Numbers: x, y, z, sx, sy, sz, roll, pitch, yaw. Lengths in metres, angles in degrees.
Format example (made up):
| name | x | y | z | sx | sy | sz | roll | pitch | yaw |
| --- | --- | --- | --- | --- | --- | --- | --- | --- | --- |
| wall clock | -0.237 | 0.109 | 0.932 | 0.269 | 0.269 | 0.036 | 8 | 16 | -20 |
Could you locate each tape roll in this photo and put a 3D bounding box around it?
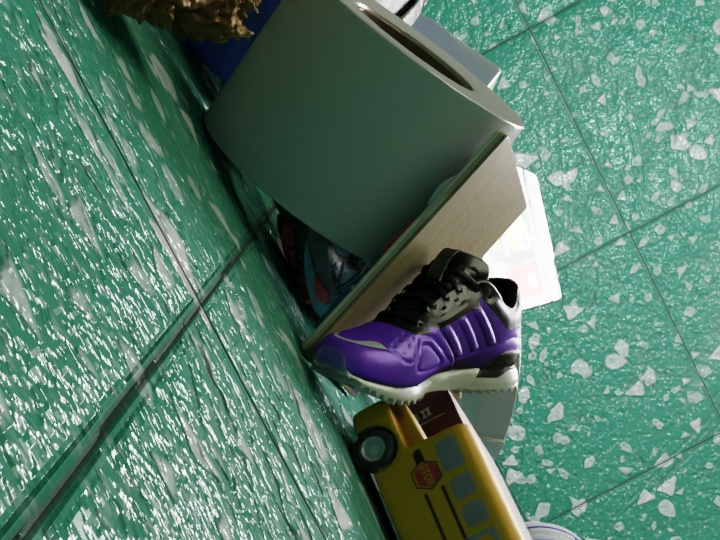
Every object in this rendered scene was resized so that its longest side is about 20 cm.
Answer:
| name | x | y | z | sx | sy | sz | roll | pitch | yaw |
| --- | --- | --- | --- | --- | --- | --- | --- | --- | --- |
| tape roll | 0.097 | 0.098 | 1.350 | 0.203 | 0.037 | 0.205 | -171 | -90 | -74 |
| tape roll | 0.002 | -0.112 | 1.068 | 0.202 | 0.140 | 0.203 | 34 | 13 | -9 |

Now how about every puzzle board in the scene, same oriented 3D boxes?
| name | x | y | z | sx | sy | sz | roll | pitch | yaw |
| --- | --- | --- | --- | --- | --- | --- | --- | --- | --- |
| puzzle board | 0.042 | -0.002 | 1.035 | 0.017 | 0.200 | 0.151 | 41 | -5 | 20 |

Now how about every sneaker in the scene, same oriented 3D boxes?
| name | x | y | z | sx | sy | sz | roll | pitch | yaw |
| --- | --- | --- | --- | --- | --- | --- | --- | --- | --- |
| sneaker | 0.000 | 0.000 | 1.138 | 0.080 | 0.095 | 0.200 | 65 | 4 | 36 |
| sneaker | 0.045 | 0.033 | 0.993 | 0.069 | 0.101 | 0.199 | 20 | 12 | 39 |

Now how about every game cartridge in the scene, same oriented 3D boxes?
| name | x | y | z | sx | sy | sz | roll | pitch | yaw |
| --- | --- | --- | --- | --- | --- | --- | --- | --- | --- |
| game cartridge | 0.111 | -0.026 | 1.229 | 0.199 | 0.041 | 0.135 | -11 | 85 | -59 |

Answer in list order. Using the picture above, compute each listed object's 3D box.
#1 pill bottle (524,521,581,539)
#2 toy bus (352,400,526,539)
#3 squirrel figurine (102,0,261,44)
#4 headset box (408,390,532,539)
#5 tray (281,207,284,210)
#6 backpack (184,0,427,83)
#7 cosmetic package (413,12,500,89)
| name | x | y | z | sx | sy | sz | roll | pitch | yaw |
| --- | --- | --- | --- | --- | --- | --- | --- | --- | --- |
| pill bottle | 0.158 | 0.283 | 1.237 | 0.113 | 0.111 | 0.200 | 62 | 3 | -4 |
| toy bus | 0.063 | 0.172 | 0.924 | 0.201 | 0.078 | 0.065 | 65 | 4 | 33 |
| squirrel figurine | -0.133 | -0.230 | 0.875 | 0.187 | 0.140 | 0.202 | 168 | -92 | -83 |
| headset box | 0.079 | 0.190 | 1.053 | 0.201 | 0.075 | 0.149 | 65 | 5 | 37 |
| tray | -0.083 | -0.125 | 1.361 | 0.201 | 0.037 | 0.099 | 64 | 4 | 30 |
| backpack | -0.067 | -0.215 | 1.230 | 0.167 | 0.164 | 0.200 | 32 | 12 | 15 |
| cosmetic package | 0.026 | -0.166 | 1.529 | 0.167 | 0.167 | 0.200 | 35 | -11 | 5 |
